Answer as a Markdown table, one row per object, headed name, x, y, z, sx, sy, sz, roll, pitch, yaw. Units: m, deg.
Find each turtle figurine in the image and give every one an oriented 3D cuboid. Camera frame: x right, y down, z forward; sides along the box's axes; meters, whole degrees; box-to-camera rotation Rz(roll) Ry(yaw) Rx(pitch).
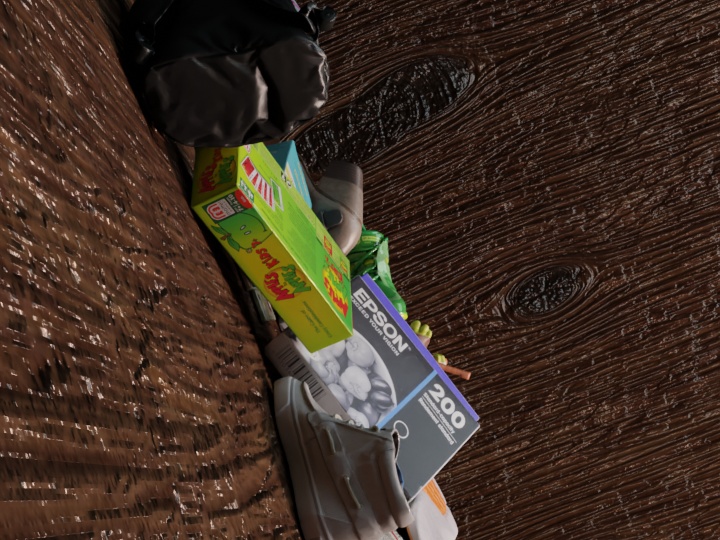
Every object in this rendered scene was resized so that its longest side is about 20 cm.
| name | x | y | z | sx | sy | sz | roll | pitch | yaw |
| --- | --- | --- | --- | --- | --- | --- | --- | --- | --- |
| turtle figurine | 0.040 | 0.111 | 1.462 | 0.161 | 0.198 | 0.065 | -59 | 142 | -65 |

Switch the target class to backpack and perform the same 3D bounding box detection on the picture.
| name | x | y | z | sx | sy | sz | roll | pitch | yaw |
| --- | --- | --- | --- | --- | --- | --- | --- | --- | --- |
| backpack | -0.117 | -0.182 | 1.032 | 0.200 | 0.165 | 0.128 | -115 | -157 | -55 |

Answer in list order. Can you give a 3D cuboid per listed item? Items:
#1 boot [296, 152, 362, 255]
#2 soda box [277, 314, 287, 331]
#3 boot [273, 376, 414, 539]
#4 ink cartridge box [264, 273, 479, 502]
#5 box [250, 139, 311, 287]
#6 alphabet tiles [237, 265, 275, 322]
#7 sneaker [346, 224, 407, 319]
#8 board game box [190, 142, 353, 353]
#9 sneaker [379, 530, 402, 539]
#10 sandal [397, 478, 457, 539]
| name | x | y | z | sx | sy | sz | roll | pitch | yaw |
| --- | --- | --- | --- | --- | --- | --- | --- | --- | --- |
| boot | -0.087 | -0.062 | 1.428 | 0.070 | 0.198 | 0.147 | 56 | 46 | -47 |
| soda box | -0.063 | 0.040 | 1.515 | 0.200 | 0.068 | 0.064 | -108 | 176 | -69 |
| boot | -0.012 | 0.153 | 1.050 | 0.201 | 0.095 | 0.074 | -110 | 179 | -49 |
| ink cartridge box | 0.027 | 0.106 | 1.225 | 0.199 | 0.043 | 0.200 | 51 | 38 | 1 |
| box | -0.088 | -0.063 | 1.279 | 0.200 | 0.049 | 0.083 | -86 | 162 | -67 |
| alphabet tiles | -0.128 | -0.042 | 1.288 | 0.166 | 0.006 | 0.202 | 63 | 7 | -88 |
| sneaker | 0.000 | 0.000 | 1.419 | 0.200 | 0.073 | 0.084 | -124 | -145 | -58 |
| board game box | -0.074 | -0.030 | 1.106 | 0.200 | 0.047 | 0.102 | 54 | 22 | -38 |
| sneaker | 0.015 | 0.253 | 1.123 | 0.200 | 0.077 | 0.083 | 69 | -1 | -64 |
| sandal | 0.052 | 0.253 | 1.251 | 0.080 | 0.059 | 0.207 | 63 | 9 | 3 |
